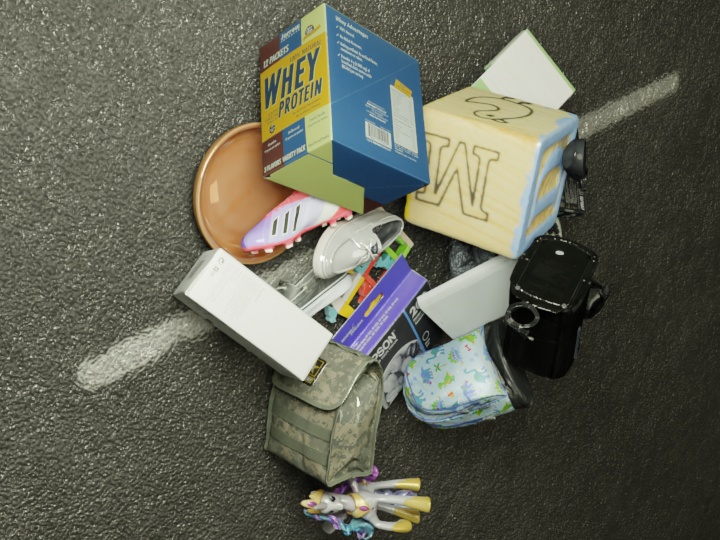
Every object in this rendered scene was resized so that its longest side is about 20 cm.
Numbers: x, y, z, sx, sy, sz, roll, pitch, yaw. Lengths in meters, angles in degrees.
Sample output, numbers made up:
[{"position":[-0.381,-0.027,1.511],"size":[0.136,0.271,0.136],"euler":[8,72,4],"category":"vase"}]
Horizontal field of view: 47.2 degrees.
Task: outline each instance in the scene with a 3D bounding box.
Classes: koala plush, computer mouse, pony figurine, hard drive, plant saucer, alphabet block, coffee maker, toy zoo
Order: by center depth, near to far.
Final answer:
[{"position":[-0.154,-0.110,1.171],"size":[0.199,0.037,0.202],"euler":[-16,114,-39],"category":"plant saucer"},{"position":[0.280,0.074,1.295],"size":[0.191,0.135,0.201],"euler":[-32,144,-19],"category":"coffee maker"},{"position":[0.207,-0.161,1.308],"size":[0.195,0.199,0.198],"euler":[-33,137,-53],"category":"alphabet block"},{"position":[0.346,-0.166,1.324],"size":[0.200,0.034,0.059],"euler":[27,68,-70],"category":"computer mouse"},{"position":[0.000,0.364,1.341],"size":[0.198,0.193,0.168],"euler":[7,93,-5],"category":"pony figurine"},{"position":[0.000,0.000,1.360],"size":[0.131,0.020,0.201],"euler":[44,73,-42],"category":"toy zoo"},{"position":[0.213,0.040,1.396],"size":[0.199,0.026,0.132],"euler":[-28,136,21],"category":"hard drive"},{"position":[0.273,-0.013,1.485],"size":[0.177,0.199,0.185],"euler":[39,76,-43],"category":"koala plush"}]

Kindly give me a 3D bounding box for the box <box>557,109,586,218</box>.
[{"position":[0.346,-0.204,1.538],"size":[0.159,0.043,0.202],"euler":[1,80,-35],"category":"box"}]

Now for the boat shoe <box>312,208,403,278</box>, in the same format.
[{"position":[0.001,-0.040,1.250],"size":[0.200,0.068,0.073],"euler":[-31,126,-54],"category":"boat shoe"}]

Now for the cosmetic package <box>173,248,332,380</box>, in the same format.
[{"position":[-0.148,0.061,1.132],"size":[0.200,0.113,0.081],"euler":[40,75,-15],"category":"cosmetic package"}]

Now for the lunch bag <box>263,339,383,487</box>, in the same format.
[{"position":[-0.056,0.204,1.272],"size":[0.117,0.163,0.202],"euler":[-2,104,-45],"category":"lunch bag"}]

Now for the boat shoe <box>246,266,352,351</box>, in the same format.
[{"position":[-0.105,0.045,1.253],"size":[0.200,0.072,0.071],"euler":[-36,101,-25],"category":"boat shoe"}]

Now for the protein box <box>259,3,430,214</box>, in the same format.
[{"position":[-0.022,-0.214,1.138],"size":[0.198,0.134,0.202],"euler":[17,62,-44],"category":"protein box"}]

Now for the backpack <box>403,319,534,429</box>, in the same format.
[{"position":[0.171,0.190,1.422],"size":[0.153,0.199,0.164],"euler":[20,49,-54],"category":"backpack"}]

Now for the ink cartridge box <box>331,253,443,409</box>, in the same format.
[{"position":[0.057,0.107,1.416],"size":[0.198,0.043,0.200],"euler":[-50,138,-19],"category":"ink cartridge box"}]

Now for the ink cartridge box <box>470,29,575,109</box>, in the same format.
[{"position":[0.274,-0.310,1.458],"size":[0.146,0.048,0.200],"euler":[48,68,-11],"category":"ink cartridge box"}]

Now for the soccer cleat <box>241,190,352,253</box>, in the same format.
[{"position":[-0.093,-0.082,1.174],"size":[0.199,0.066,0.077],"euler":[-25,104,-36],"category":"soccer cleat"}]

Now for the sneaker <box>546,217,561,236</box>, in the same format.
[{"position":[0.368,-0.132,1.627],"size":[0.080,0.077,0.201],"euler":[-42,128,-37],"category":"sneaker"}]
